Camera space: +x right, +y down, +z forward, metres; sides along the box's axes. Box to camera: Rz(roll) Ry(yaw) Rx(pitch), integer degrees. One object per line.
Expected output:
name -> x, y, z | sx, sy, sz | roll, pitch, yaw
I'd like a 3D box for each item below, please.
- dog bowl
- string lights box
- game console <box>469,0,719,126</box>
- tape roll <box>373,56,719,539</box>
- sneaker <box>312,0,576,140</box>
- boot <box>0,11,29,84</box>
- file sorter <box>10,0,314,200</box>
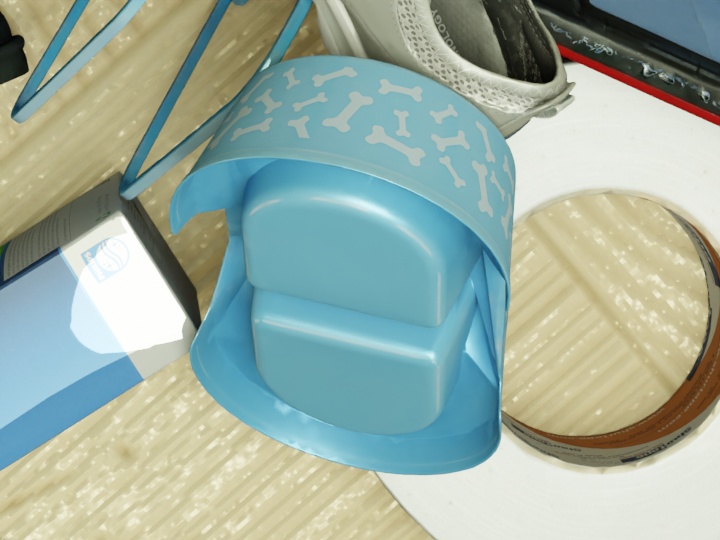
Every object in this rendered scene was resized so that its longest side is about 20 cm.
dog bowl -> 0.000, 0.000, 0.914 | 0.111, 0.200, 0.050 | 13, 60, 9
string lights box -> -0.156, 0.046, 1.009 | 0.199, 0.103, 0.059 | -33, 101, 2
game console -> 0.142, -0.135, 0.983 | 0.199, 0.173, 0.119 | 22, 117, -14
tape roll -> 0.087, 0.018, 1.039 | 0.199, 0.066, 0.202 | 0, 97, -2
sneaker -> 0.008, -0.128, 0.866 | 0.075, 0.082, 0.201 | -45, 112, -33
boot -> -0.227, -0.135, 0.996 | 0.199, 0.076, 0.169 | -5, 100, 2
file sorter -> -0.110, -0.138, 0.938 | 0.200, 0.139, 0.123 | 35, 59, -14
